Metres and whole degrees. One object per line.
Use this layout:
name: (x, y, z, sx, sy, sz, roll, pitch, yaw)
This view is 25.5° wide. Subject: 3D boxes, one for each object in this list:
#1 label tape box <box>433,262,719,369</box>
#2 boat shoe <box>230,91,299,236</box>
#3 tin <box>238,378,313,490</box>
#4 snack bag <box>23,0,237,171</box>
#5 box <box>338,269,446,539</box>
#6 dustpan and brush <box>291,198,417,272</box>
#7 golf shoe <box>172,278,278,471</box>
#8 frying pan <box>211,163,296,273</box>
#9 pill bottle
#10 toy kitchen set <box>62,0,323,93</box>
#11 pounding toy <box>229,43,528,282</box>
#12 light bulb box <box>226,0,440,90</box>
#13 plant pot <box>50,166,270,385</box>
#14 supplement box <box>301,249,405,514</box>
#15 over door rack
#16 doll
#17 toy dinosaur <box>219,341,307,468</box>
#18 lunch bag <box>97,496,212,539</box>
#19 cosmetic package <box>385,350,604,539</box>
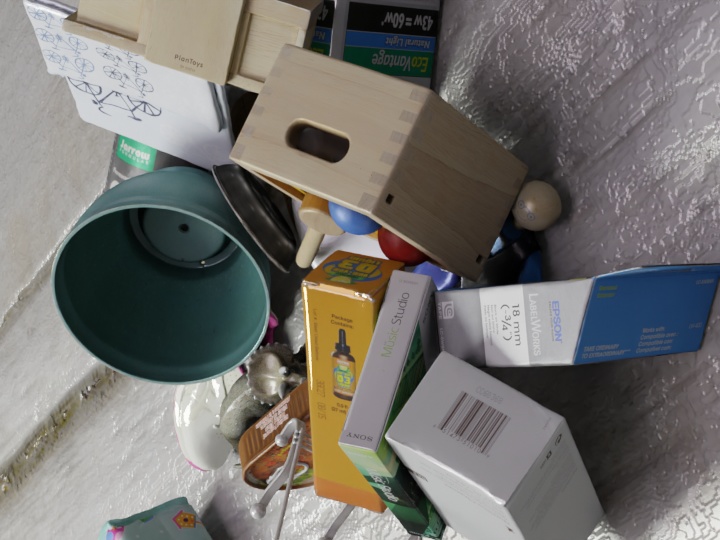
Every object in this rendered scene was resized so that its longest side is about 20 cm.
label tape box: (0.172, 0.035, 1.150, 0.199, 0.144, 0.064, -7, 86, 49)
boat shoe: (-0.041, -0.080, 1.450, 0.072, 0.065, 0.200, -41, 79, 16)
tin: (-0.031, 0.141, 1.421, 0.200, 0.111, 0.042, -42, 47, 41)
snack bag: (-0.200, -0.158, 1.429, 0.188, 0.021, 0.200, 21, 156, 13)
box: (0.045, 0.109, 1.235, 0.036, 0.200, 0.145, 8, 66, 24)
dustpan and brush: (0.000, 0.000, 1.394, 0.139, 0.057, 0.202, 10, 98, 21)
golf shoe: (-0.131, 0.111, 1.563, 0.091, 0.075, 0.201, 23, 111, 42)
frying pan: (-0.075, -0.032, 1.424, 0.031, 0.190, 0.115, -35, 53, 6)
pill bottle: (-0.195, -0.102, 1.586, 0.113, 0.113, 0.201, 33, 117, 43)
toy kitchen set: (-0.113, -0.267, 1.324, 0.199, 0.181, 0.164, 18, 116, 6)
pounding toy: (-0.001, -0.067, 1.252, 0.199, 0.184, 0.143, 23, 85, 39)
light bulb box: (-0.036, -0.250, 1.384, 0.198, 0.124, 0.202, 17, 105, 47)
plant pot: (-0.173, -0.013, 1.477, 0.201, 0.199, 0.135, -59, 13, 33)
supplement box: (0.000, 0.088, 1.250, 0.066, 0.069, 0.201, 13, 124, 25)
over door rack: (-0.018, 0.234, 1.310, 0.067, 0.147, 0.201, -47, 24, 36)
doll: (0.100, -0.001, 1.304, 0.137, 0.048, 0.200, 54, 129, 18)
toy dinosaur: (-0.092, 0.119, 1.494, 0.200, 0.102, 0.077, -42, 62, 41)
lunch bag: (-0.206, 0.363, 1.634, 0.171, 0.121, 0.201, 54, 138, 29)
cosmetic package: (0.104, 0.153, 1.185, 0.112, 0.200, 0.081, 28, 72, 30)
